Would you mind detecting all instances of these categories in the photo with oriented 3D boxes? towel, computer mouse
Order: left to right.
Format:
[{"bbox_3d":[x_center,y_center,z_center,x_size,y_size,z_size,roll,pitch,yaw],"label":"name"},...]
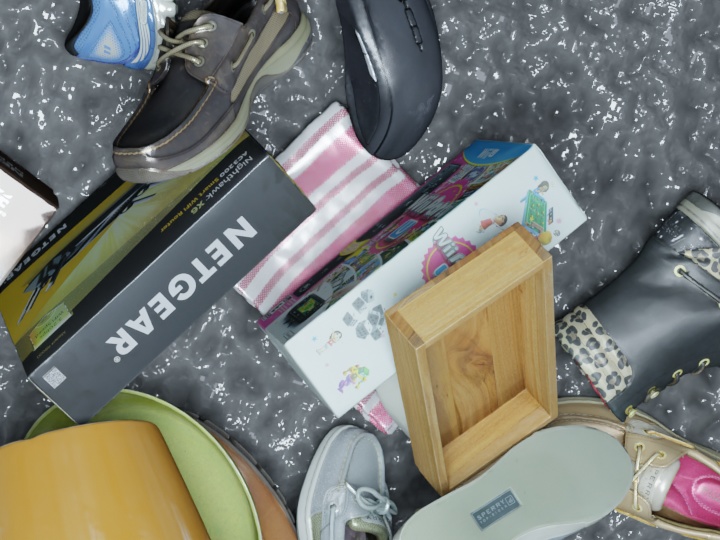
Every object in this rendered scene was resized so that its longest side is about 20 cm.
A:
[{"bbox_3d":[0.000,0.000,1.212,0.146,0.030,0.200,-45,106,-1],"label":"towel"},{"bbox_3d":[0.002,-0.166,1.138,0.140,0.046,0.201,-16,106,-44],"label":"computer mouse"}]

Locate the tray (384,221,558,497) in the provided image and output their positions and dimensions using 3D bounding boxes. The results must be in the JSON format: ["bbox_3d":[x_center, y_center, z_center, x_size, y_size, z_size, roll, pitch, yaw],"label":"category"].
[{"bbox_3d":[0.072,0.060,1.083,0.098,0.200,0.037,-34,61,-13],"label":"tray"}]

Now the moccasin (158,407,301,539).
[{"bbox_3d":[-0.089,0.184,1.209,0.078,0.074,0.202,-37,115,-20],"label":"moccasin"}]

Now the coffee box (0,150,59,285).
[{"bbox_3d":[-0.300,0.000,1.124,0.114,0.080,0.200,36,92,-16],"label":"coffee box"}]

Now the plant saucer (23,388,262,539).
[{"bbox_3d":[-0.147,0.172,1.171,0.199,0.031,0.201,6,105,25],"label":"plant saucer"}]

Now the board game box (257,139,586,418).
[{"bbox_3d":[0.035,0.001,1.132,0.200,0.148,0.064,-38,101,-6],"label":"board game box"}]

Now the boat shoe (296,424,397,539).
[{"bbox_3d":[-0.003,0.202,1.189,0.074,0.065,0.203,40,48,-45],"label":"boat shoe"}]

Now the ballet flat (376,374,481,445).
[{"bbox_3d":[0.081,0.130,1.212,0.069,0.069,0.200,-40,119,-2],"label":"ballet flat"}]

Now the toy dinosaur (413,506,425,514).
[{"bbox_3d":[0.104,0.240,1.216,0.088,0.047,0.201,-16,104,24],"label":"toy dinosaur"}]

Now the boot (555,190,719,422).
[{"bbox_3d":[0.247,0.064,1.255,0.154,0.073,0.204,-39,101,1],"label":"boot"}]

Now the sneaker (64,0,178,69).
[{"bbox_3d":[-0.164,-0.228,1.110,0.089,0.079,0.201,-3,101,-13],"label":"sneaker"}]

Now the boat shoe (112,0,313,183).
[{"bbox_3d":[-0.102,-0.129,1.093,0.074,0.200,0.074,-1,126,30],"label":"boat shoe"}]

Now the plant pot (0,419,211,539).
[{"bbox_3d":[-0.166,0.197,1.070,0.199,0.200,0.184,-13,75,-9],"label":"plant pot"}]

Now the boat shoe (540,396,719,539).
[{"bbox_3d":[0.212,0.147,1.262,0.199,0.069,0.074,18,98,-12],"label":"boat shoe"}]

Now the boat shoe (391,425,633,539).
[{"bbox_3d":[0.092,0.163,1.153,0.200,0.072,0.070,-22,73,-32],"label":"boat shoe"}]

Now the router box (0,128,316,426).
[{"bbox_3d":[-0.137,-0.013,1.113,0.200,0.157,0.052,-43,118,-1],"label":"router box"}]
